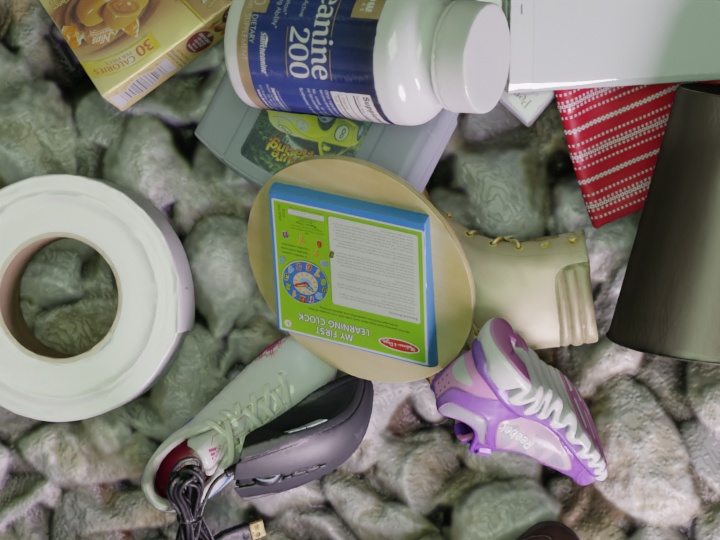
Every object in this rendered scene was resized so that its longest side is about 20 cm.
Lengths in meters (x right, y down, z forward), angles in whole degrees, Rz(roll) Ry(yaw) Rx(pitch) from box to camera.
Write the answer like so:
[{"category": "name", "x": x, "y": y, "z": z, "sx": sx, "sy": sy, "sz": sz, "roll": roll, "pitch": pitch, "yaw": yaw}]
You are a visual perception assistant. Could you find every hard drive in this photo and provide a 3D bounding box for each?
[{"category": "hard drive", "x": 0.206, "y": -0.207, "z": 1.554, "sx": 0.199, "sy": 0.026, "sz": 0.132, "roll": -5, "pitch": 109, "yaw": -12}]

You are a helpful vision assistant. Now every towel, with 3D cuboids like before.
[{"category": "towel", "x": 0.224, "y": -0.146, "z": 1.604, "sx": 0.144, "sy": 0.022, "sz": 0.201, "roll": -20, "pitch": 111, "yaw": -7}]

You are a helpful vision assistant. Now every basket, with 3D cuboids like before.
[{"category": "basket", "x": 0.290, "y": -0.038, "z": 1.573, "sx": 0.180, "sy": 0.136, "sz": 0.201, "roll": 4, "pitch": 101, "yaw": -10}]

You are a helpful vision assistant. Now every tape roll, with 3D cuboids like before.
[{"category": "tape roll", "x": -0.238, "y": 0.022, "z": 1.667, "sx": 0.202, "sy": 0.071, "sz": 0.203, "roll": 0, "pitch": 90, "yaw": 5}]

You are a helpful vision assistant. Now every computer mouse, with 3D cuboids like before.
[{"category": "computer mouse", "x": -0.063, "y": 0.172, "z": 1.642, "sx": 0.200, "sy": 0.141, "sz": 0.046, "roll": -26, "pitch": 53, "yaw": -26}]

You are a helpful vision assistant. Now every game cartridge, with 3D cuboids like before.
[{"category": "game cartridge", "x": -0.031, "y": -0.115, "z": 1.626, "sx": 0.200, "sy": 0.041, "sz": 0.133, "roll": 23, "pitch": 86, "yaw": 25}]

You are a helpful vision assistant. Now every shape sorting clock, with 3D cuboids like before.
[{"category": "shape sorting clock", "x": 0.000, "y": 0.000, "z": 1.582, "sx": 0.199, "sy": 0.039, "sz": 0.201, "roll": 15, "pitch": 123, "yaw": 25}]

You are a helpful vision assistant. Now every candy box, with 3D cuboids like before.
[{"category": "candy box", "x": -0.151, "y": -0.236, "z": 1.654, "sx": 0.200, "sy": 0.055, "sz": 0.116, "roll": -35, "pitch": 76, "yaw": 4}]

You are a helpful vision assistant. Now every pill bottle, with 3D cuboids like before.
[{"category": "pill bottle", "x": 0.007, "y": -0.168, "z": 1.540, "sx": 0.199, "sy": 0.111, "sz": 0.111, "roll": 8, "pitch": 92, "yaw": 27}]

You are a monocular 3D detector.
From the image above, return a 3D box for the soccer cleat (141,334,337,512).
[{"category": "soccer cleat", "x": -0.096, "y": 0.127, "z": 1.649, "sx": 0.200, "sy": 0.086, "sz": 0.070, "roll": -43, "pitch": 88, "yaw": 4}]

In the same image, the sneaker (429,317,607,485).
[{"category": "sneaker", "x": 0.122, "y": 0.116, "z": 1.601, "sx": 0.088, "sy": 0.200, "sz": 0.081, "roll": -34, "pitch": 44, "yaw": 15}]

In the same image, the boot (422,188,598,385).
[{"category": "boot", "x": 0.102, "y": -0.022, "z": 1.639, "sx": 0.155, "sy": 0.073, "sz": 0.201, "roll": -13, "pitch": 84, "yaw": 1}]

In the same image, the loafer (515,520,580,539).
[{"category": "loafer", "x": 0.103, "y": 0.280, "z": 1.630, "sx": 0.073, "sy": 0.071, "sz": 0.200, "roll": 39, "pitch": 84, "yaw": 1}]

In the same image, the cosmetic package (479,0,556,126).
[{"category": "cosmetic package", "x": 0.164, "y": -0.223, "z": 1.631, "sx": 0.101, "sy": 0.071, "sz": 0.200, "roll": 41, "pitch": 94, "yaw": 2}]
